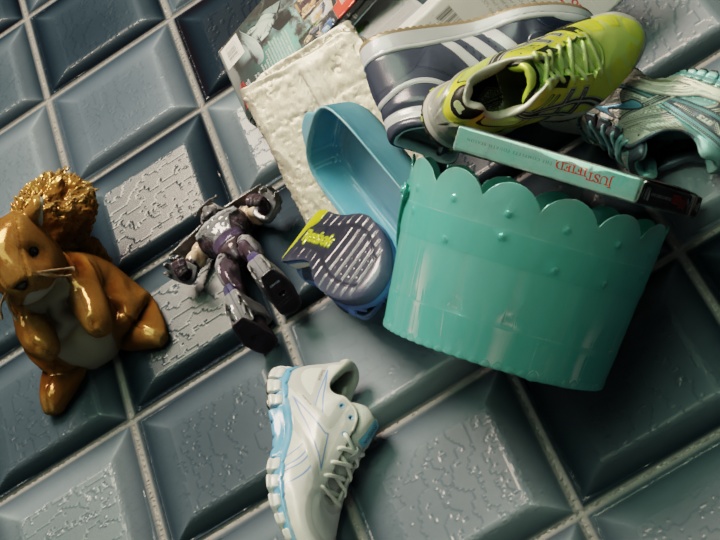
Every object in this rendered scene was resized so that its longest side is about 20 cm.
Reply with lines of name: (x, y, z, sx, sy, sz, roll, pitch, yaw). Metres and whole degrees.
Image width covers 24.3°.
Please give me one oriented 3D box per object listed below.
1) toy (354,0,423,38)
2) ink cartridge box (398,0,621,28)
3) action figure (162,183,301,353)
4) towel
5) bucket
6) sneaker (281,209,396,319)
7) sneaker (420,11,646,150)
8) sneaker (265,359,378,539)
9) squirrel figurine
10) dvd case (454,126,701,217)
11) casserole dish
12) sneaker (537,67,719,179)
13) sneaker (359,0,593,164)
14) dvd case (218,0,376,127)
toy: (0.021, -0.212, 1.619, 0.115, 0.047, 0.200, -47, 41, 3)
ink cartridge box: (0.133, -0.227, 1.490, 0.200, 0.116, 0.067, -43, 9, -3)
action figure: (-0.115, -0.016, 1.546, 0.130, 0.069, 0.200, -46, 39, 9)
towel: (-0.016, -0.115, 1.522, 0.132, 0.034, 0.200, -29, 77, 16)
bucket: (0.118, 0.001, 1.272, 0.207, 0.207, 0.135, 21, 97, 42)
sneaker: (0.000, 0.000, 1.401, 0.074, 0.082, 0.200, -49, 18, -2)
sneaker: (0.148, -0.150, 1.331, 0.200, 0.075, 0.076, -28, 2, -16)
sneaker: (-0.027, 0.148, 1.359, 0.087, 0.075, 0.200, -18, 49, 14)
squirrel figurine: (-0.295, -0.002, 1.568, 0.141, 0.187, 0.200, -28, 46, 13)
dvd case: (0.171, -0.074, 1.286, 0.146, 0.200, 0.022, 18, 97, 22)
casserole dish: (0.022, -0.064, 1.434, 0.039, 0.121, 0.200, -30, 71, -23)
sneaker: (0.225, -0.122, 1.396, 0.200, 0.078, 0.086, 5, 64, 36)
sneaker: (0.106, -0.155, 1.396, 0.200, 0.070, 0.109, -10, 68, -3)
dvd case: (-0.059, -0.253, 1.678, 0.200, 0.022, 0.146, -46, 37, 16)
